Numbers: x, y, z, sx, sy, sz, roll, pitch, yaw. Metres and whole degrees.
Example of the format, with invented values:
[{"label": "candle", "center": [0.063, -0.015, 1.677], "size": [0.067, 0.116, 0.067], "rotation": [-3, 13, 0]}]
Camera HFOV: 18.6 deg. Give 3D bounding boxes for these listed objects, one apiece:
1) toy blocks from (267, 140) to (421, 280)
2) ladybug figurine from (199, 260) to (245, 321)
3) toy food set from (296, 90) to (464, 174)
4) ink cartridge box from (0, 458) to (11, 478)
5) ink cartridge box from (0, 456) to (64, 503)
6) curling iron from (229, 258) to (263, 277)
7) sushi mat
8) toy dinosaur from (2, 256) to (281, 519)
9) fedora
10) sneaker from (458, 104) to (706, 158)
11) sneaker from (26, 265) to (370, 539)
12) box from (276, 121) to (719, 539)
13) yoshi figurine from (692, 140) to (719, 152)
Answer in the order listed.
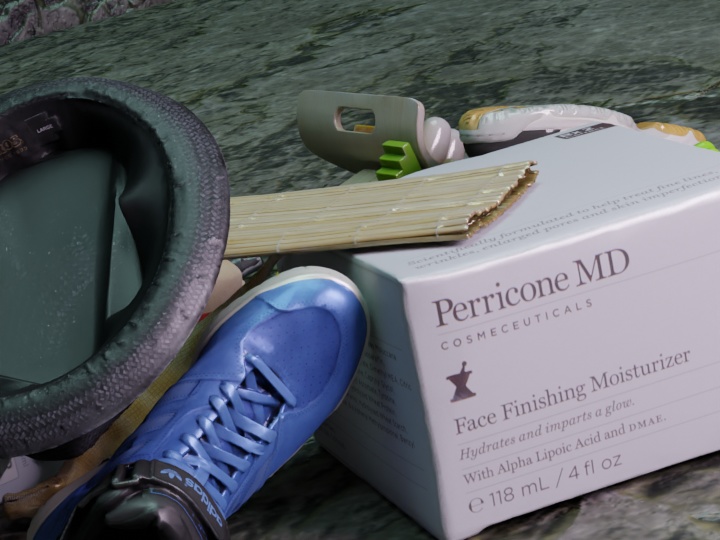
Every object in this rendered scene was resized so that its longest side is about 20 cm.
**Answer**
[{"label": "toy blocks", "center": [0.000, 0.000, 1.335], "size": [0.136, 0.100, 0.200], "rotation": [-36, 23, -23]}, {"label": "ladybug figurine", "center": [-0.161, 0.024, 1.271], "size": [0.199, 0.072, 0.136], "rotation": [-1, 5, -18]}, {"label": "toy food set", "center": [0.071, -0.076, 1.455], "size": [0.199, 0.061, 0.143], "rotation": [22, -6, -34]}, {"label": "ink cartridge box", "center": [-0.223, 0.056, 1.095], "size": [0.144, 0.085, 0.200], "rotation": [-30, 22, 35]}, {"label": "ink cartridge box", "center": [-0.187, 0.073, 1.271], "size": [0.199, 0.048, 0.160], "rotation": [-24, 19, -36]}, {"label": "curling iron", "center": [-0.157, 0.024, 1.400], "size": [0.199, 0.050, 0.026], "rotation": [-19, -19, 8]}, {"label": "sushi mat", "center": [-0.018, -0.026, 1.066], "size": [0.199, 0.012, 0.096], "rotation": [-5, 16, 26]}, {"label": "toy dinosaur", "center": [-0.109, 0.055, 1.152], "size": [0.200, 0.058, 0.101], "rotation": [-46, 40, 2]}, {"label": "fedora", "center": [-0.136, 0.012, 1.002], "size": [0.199, 0.092, 0.202], "rotation": [-8, 55, 12]}, {"label": "sneaker", "center": [0.138, -0.052, 1.324], "size": [0.199, 0.088, 0.075], "rotation": [7, 0, -41]}, {"label": "sneaker", "center": [-0.066, 0.087, 0.964], "size": [0.200, 0.077, 0.111], "rotation": [-41, 18, 1]}, {"label": "box", "center": [0.083, 0.022, 1.087], "size": [0.198, 0.132, 0.200], "rotation": [-16, 15, -16]}, {"label": "yoshi figurine", "center": [0.203, -0.021, 1.210], "size": [0.112, 0.113, 0.200], "rotation": [-10, 16, -23]}]
